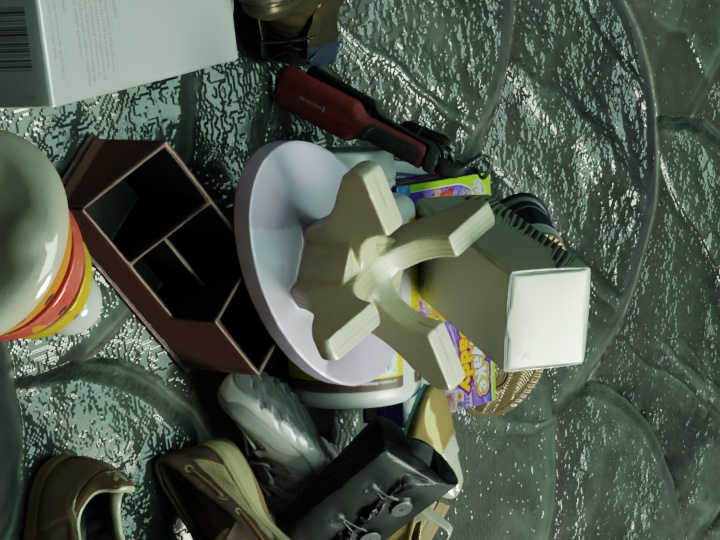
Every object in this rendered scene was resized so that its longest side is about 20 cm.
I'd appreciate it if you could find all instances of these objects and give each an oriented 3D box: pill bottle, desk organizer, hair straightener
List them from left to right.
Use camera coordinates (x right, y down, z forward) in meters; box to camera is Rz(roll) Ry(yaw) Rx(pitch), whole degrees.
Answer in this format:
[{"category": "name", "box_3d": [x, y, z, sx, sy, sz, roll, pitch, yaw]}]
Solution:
[{"category": "desk organizer", "box_3d": [-0.135, -0.009, 1.624, 0.200, 0.077, 0.072, 54, 53, -40]}, {"category": "pill bottle", "box_3d": [-0.008, 0.004, 1.761, 0.109, 0.109, 0.201, -11, 101, -51]}, {"category": "hair straightener", "box_3d": [0.028, -0.115, 1.730, 0.077, 0.199, 0.041, -8, 117, -54]}]

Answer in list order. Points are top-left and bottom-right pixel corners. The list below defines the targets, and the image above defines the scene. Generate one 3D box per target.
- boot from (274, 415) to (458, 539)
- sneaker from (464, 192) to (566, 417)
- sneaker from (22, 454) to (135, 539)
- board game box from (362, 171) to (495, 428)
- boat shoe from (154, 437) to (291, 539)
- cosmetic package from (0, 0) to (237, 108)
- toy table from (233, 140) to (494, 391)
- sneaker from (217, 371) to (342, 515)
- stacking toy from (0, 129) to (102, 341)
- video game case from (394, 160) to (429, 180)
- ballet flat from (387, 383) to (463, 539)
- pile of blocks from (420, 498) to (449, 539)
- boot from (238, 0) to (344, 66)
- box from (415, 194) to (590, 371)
[{"category": "boot", "box_3d": [-0.001, 0.213, 1.738, 0.200, 0.066, 0.165, -47, 142, 14]}, {"category": "sneaker", "box_3d": [0.131, 0.027, 1.974, 0.070, 0.109, 0.201, 9, 120, -14]}, {"category": "sneaker", "box_3d": [-0.201, 0.233, 1.566, 0.070, 0.075, 0.201, 0, 94, -52]}, {"category": "board game box", "box_3d": [0.057, 0.021, 1.869, 0.134, 0.045, 0.201, -13, 103, -51]}, {"category": "boat shoe", "box_3d": [-0.093, 0.214, 1.645, 0.072, 0.072, 0.200, -5, 56, -43]}, {"category": "cosmetic package", "box_3d": [-0.179, -0.180, 1.558, 0.200, 0.074, 0.102, -21, 109, -52]}, {"category": "toy table", "box_3d": [0.000, 0.000, 1.621, 0.184, 0.117, 0.200, -51, 124, -26]}, {"category": "sneaker", "box_3d": [-0.062, 0.154, 1.730, 0.082, 0.075, 0.200, -33, 131, 5]}, {"category": "stacking toy", "box_3d": [-0.225, -0.001, 1.494, 0.200, 0.146, 0.147, 37, 64, -64]}, {"category": "video game case", "box_3d": [0.029, 0.008, 1.885, 0.143, 0.018, 0.201, 3, 91, -52]}, {"category": "ballet flat", "box_3d": [0.051, 0.184, 1.796, 0.069, 0.063, 0.201, -48, 158, -63]}, {"category": "pile of blocks", "box_3d": [0.030, 0.261, 1.891, 0.062, 0.082, 0.201, -107, -164, -70]}, {"category": "boot", "box_3d": [-0.047, -0.191, 1.694, 0.200, 0.074, 0.097, -47, 139, -66]}, {"category": "box", "box_3d": [0.104, 0.006, 1.704, 0.068, 0.200, 0.083, -4, 110, -19]}]
